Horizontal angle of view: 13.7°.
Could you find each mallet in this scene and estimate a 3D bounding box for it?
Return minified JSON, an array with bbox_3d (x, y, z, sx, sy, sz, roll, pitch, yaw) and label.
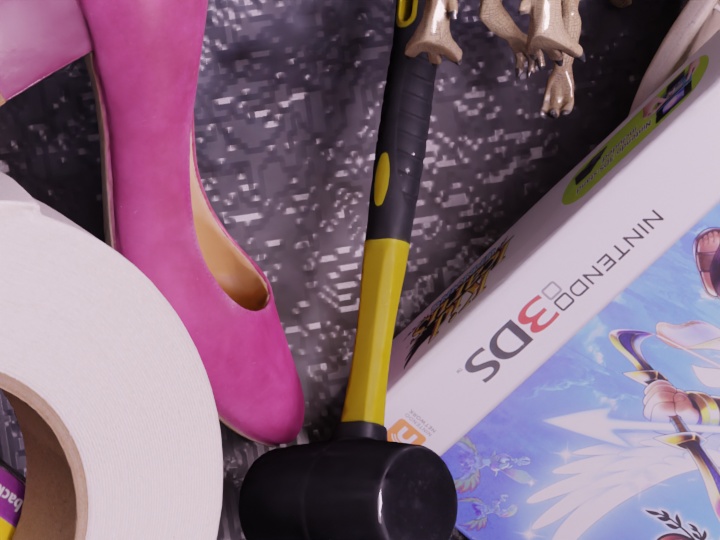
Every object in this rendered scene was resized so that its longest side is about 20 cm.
[{"bbox_3d":[0.000,0.000,0.954,0.041,0.066,0.200,23,62,-43],"label":"mallet"}]

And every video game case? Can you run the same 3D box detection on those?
[{"bbox_3d":[0.127,0.050,0.965,0.200,0.045,0.181,40,117,-12],"label":"video game case"}]

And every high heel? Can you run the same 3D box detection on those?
[{"bbox_3d":[-0.043,-0.036,0.929,0.096,0.067,0.200,-28,113,7],"label":"high heel"}]

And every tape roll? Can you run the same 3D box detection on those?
[{"bbox_3d":[-0.132,0.070,0.847,0.203,0.037,0.203,-13,115,-29],"label":"tape roll"}]

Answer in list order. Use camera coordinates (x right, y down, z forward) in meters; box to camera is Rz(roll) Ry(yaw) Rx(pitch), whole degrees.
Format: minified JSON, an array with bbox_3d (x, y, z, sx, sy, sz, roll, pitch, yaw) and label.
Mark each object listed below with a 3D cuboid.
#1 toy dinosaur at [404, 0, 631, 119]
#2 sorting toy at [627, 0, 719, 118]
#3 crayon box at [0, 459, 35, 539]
[{"bbox_3d":[0.050,-0.112,0.931,0.058,0.200,0.101,8,71,12],"label":"toy dinosaur"},{"bbox_3d":[0.152,0.000,1.000,0.200,0.107,0.180,35,98,-9],"label":"sorting toy"},{"bbox_3d":[-0.193,0.098,0.877,0.173,0.058,0.200,-52,127,-5],"label":"crayon box"}]
